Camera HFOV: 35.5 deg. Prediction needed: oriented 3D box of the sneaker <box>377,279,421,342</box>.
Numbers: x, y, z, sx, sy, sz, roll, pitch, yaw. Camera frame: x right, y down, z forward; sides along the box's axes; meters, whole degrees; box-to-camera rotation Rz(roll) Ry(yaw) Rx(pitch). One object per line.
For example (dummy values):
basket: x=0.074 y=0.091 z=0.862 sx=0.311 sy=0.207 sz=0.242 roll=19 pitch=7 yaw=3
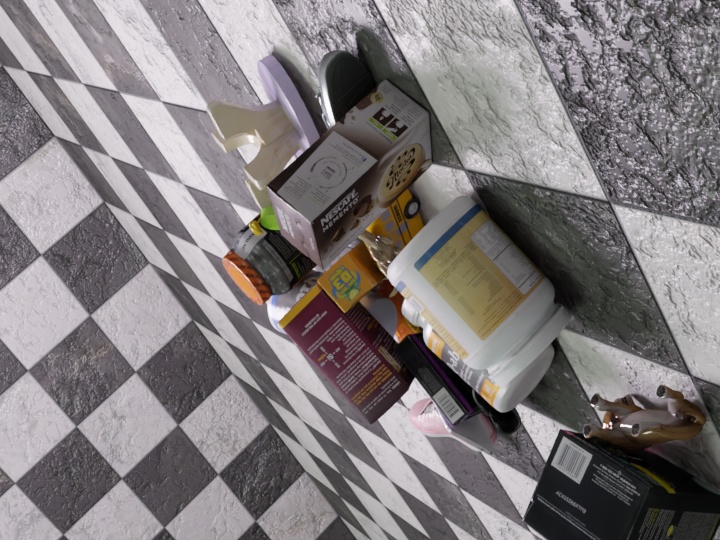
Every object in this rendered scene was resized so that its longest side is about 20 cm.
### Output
sneaker: x=0.082 y=0.090 z=1.838 sx=0.076 sy=0.074 sz=0.201 roll=0 pitch=135 yaw=32

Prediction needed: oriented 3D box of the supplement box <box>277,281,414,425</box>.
supplement box: x=-0.015 y=0.110 z=1.633 sx=0.200 sy=0.086 sz=0.110 roll=47 pitch=-165 yaw=-1

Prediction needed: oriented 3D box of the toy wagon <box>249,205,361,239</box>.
toy wagon: x=-0.064 y=-0.087 z=1.600 sx=0.156 sy=0.196 sz=0.040 roll=60 pitch=-154 yaw=-62

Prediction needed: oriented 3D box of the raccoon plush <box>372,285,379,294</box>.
raccoon plush: x=0.040 y=0.083 z=1.902 sx=0.198 sy=0.097 sz=0.134 roll=32 pitch=153 yaw=1

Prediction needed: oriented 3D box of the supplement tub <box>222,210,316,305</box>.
supplement tub: x=-0.114 y=-0.048 z=1.758 sx=0.122 sy=0.200 sz=0.123 roll=42 pitch=162 yaw=17

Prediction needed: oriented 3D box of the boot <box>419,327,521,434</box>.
boot: x=0.162 y=0.137 z=1.624 sx=0.200 sy=0.070 sz=0.132 roll=42 pitch=-165 yaw=-17

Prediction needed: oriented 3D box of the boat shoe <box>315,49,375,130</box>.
boat shoe: x=-0.018 y=-0.200 z=1.405 sx=0.064 sy=0.075 sz=0.203 roll=32 pitch=164 yaw=31

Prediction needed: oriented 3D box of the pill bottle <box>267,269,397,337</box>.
pill bottle: x=-0.044 y=0.067 z=1.782 sx=0.198 sy=0.114 sz=0.115 roll=16 pitch=147 yaw=40

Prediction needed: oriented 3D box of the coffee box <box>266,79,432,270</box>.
coffee box: x=-0.009 y=-0.114 z=1.344 sx=0.080 sy=0.200 sz=0.114 roll=39 pitch=161 yaw=23

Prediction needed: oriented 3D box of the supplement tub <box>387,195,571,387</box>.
supplement tub: x=0.144 y=0.026 z=1.366 sx=0.200 sy=0.144 sz=0.145 roll=47 pitch=163 yaw=4

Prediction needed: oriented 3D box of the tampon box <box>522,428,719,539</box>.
tampon box: x=0.329 y=0.294 z=1.388 sx=0.198 sy=0.128 sz=0.149 roll=15 pitch=-169 yaw=-44

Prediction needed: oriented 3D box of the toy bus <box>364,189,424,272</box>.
toy bus: x=0.045 y=-0.056 z=1.550 sx=0.065 sy=0.078 sz=0.201 roll=33 pitch=158 yaw=40

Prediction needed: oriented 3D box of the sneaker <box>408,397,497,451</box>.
sneaker: x=0.146 y=0.245 z=1.973 sx=0.199 sy=0.076 sz=0.105 roll=14 pitch=148 yaw=49

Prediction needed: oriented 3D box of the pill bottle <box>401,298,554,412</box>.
pill bottle: x=0.156 y=0.087 z=1.525 sx=0.199 sy=0.116 sz=0.117 roll=41 pitch=162 yaw=22

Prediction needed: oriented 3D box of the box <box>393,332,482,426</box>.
box: x=0.133 y=0.157 z=1.694 sx=0.144 sy=0.036 sz=0.199 roll=52 pitch=-163 yaw=13

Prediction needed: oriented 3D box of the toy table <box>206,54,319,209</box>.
toy table: x=-0.134 y=-0.190 z=1.598 sx=0.202 sy=0.116 sz=0.184 roll=62 pitch=169 yaw=-27

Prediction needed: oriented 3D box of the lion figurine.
lion figurine: x=0.346 y=0.180 z=1.326 sx=0.121 sy=0.074 sz=0.199 roll=18 pitch=169 yaw=-26

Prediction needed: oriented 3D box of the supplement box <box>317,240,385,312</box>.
supplement box: x=0.000 y=0.000 z=1.652 sx=0.069 sy=0.066 sz=0.200 roll=47 pitch=-165 yaw=-2

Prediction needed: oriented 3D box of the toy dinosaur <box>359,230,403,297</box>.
toy dinosaur: x=0.038 y=-0.015 z=1.488 sx=0.101 sy=0.058 sz=0.200 roll=35 pitch=171 yaw=41

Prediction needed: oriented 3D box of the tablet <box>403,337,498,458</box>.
tablet: x=0.137 y=0.192 z=1.711 sx=0.130 sy=0.014 sz=0.201 roll=34 pitch=-159 yaw=-41
